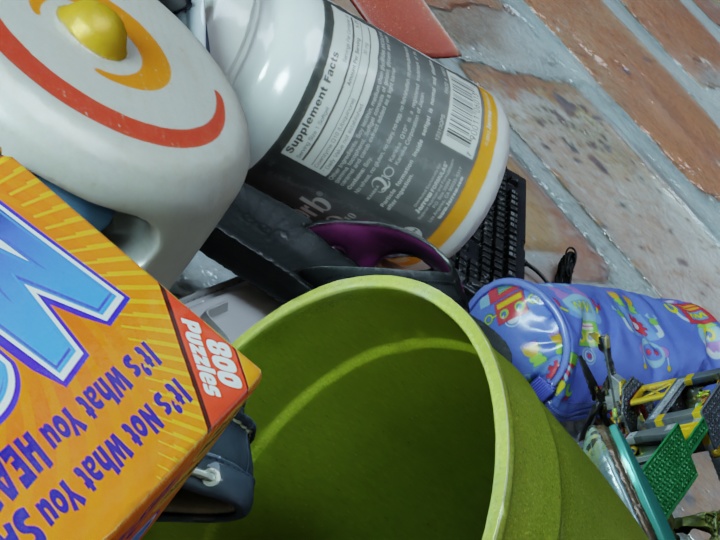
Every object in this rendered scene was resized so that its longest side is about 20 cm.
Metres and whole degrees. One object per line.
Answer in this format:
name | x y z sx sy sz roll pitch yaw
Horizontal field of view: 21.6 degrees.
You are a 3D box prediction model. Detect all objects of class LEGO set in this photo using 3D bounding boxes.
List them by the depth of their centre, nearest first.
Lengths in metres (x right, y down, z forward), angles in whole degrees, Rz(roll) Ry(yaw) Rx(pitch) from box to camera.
LEGO set | 0.136 0.135 0.964 0.155 0.115 0.200 63 35 -17

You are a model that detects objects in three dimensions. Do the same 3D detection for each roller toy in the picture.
roller toy | -0.145 -0.060 0.828 0.182 0.140 0.200 44 25 9

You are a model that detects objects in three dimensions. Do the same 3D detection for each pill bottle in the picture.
pill bottle | -0.022 -0.089 1.072 0.199 0.117 0.117 26 28 -25

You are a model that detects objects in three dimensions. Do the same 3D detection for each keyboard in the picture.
keyboard | 0.097 -0.018 1.228 0.126 0.021 0.201 34 27 -12

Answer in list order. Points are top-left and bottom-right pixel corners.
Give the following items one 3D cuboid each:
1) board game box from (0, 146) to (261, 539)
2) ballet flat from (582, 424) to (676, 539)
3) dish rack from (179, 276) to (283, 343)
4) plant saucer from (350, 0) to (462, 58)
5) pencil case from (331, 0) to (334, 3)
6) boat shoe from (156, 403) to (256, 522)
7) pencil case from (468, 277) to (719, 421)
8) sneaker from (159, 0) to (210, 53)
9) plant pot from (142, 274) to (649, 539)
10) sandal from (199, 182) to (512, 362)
board game box | -0.185 0.067 0.493 0.199 0.200 0.200 40 25 2
ballet flat | 0.132 0.167 0.836 0.201 0.074 0.074 60 26 -3
dish rack | -0.012 0.059 0.928 0.172 0.044 0.200 45 26 11
plant saucer | -0.022 -0.218 1.163 0.200 0.037 0.200 52 4 -18
pencil case | -0.083 -0.194 1.201 0.082 0.091 0.201 -12 49 -25
boat shoe | -0.135 0.066 0.669 0.198 0.075 0.062 1 60 -15
pencil case | 0.141 0.053 1.104 0.199 0.078 0.087 7 42 -49
sneaker | -0.155 -0.140 0.982 0.200 0.109 0.070 49 26 20
plant pot | 0.036 0.136 0.720 0.192 0.200 0.201 35 23 -36
sandal | 0.000 0.000 0.932 0.199 0.048 0.076 29 27 -19
